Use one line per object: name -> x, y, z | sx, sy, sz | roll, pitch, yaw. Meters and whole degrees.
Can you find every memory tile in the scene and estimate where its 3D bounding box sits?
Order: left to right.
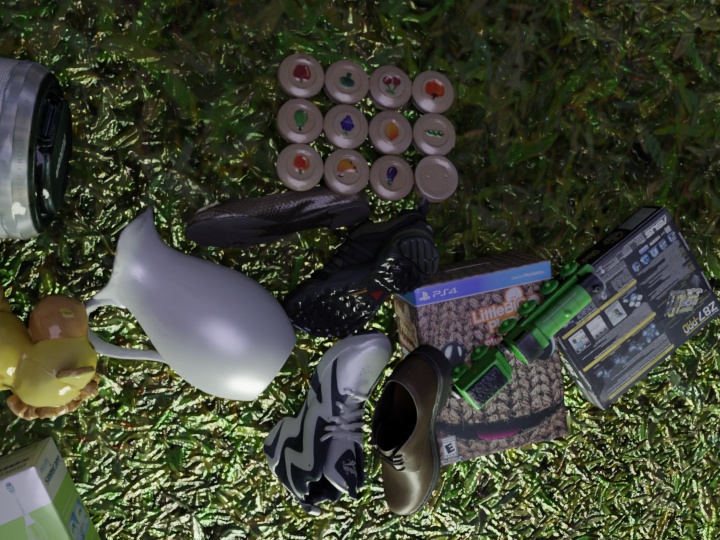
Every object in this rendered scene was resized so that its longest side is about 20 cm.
memory tile -> 0.009, -0.151, 0.775 | 0.198, 0.017, 0.155 | 3, 79, -13

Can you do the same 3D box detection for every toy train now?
toy train -> 0.173, 0.065, 0.744 | 0.200, 0.056, 0.042 | -42, 105, -4

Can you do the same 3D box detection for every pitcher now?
pitcher -> -0.182, 0.058, 0.746 | 0.200, 0.121, 0.172 | 37, 116, -10

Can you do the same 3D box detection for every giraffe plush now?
giraffe plush -> -0.327, 0.074, 0.684 | 0.161, 0.173, 0.202 | 7, 105, -14

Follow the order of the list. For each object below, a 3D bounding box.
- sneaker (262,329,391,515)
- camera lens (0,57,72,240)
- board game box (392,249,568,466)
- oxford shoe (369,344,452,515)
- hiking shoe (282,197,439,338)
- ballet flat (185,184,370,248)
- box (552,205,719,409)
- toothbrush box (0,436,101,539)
sneaker -> -0.016, 0.169, 0.761 | 0.199, 0.130, 0.079 | -47, 132, 7
camera lens -> -0.371, -0.114, 0.646 | 0.198, 0.160, 0.161 | 5, 97, -13
board game box -> 0.133, 0.094, 0.819 | 0.158, 0.097, 0.202 | -12, 101, -11
oxford shoe -> 0.039, 0.179, 0.751 | 0.084, 0.072, 0.202 | -26, 126, -46
hiking shoe -> 0.000, 0.000, 0.782 | 0.199, 0.101, 0.076 | -28, 122, 26
ballet flat -> -0.087, -0.065, 0.773 | 0.198, 0.067, 0.047 | -11, 68, -11
box -> 0.321, 0.043, 0.879 | 0.200, 0.049, 0.162 | -38, 102, -5
toothbrush box -> -0.354, 0.301, 0.748 | 0.145, 0.086, 0.201 | -23, 103, -8
